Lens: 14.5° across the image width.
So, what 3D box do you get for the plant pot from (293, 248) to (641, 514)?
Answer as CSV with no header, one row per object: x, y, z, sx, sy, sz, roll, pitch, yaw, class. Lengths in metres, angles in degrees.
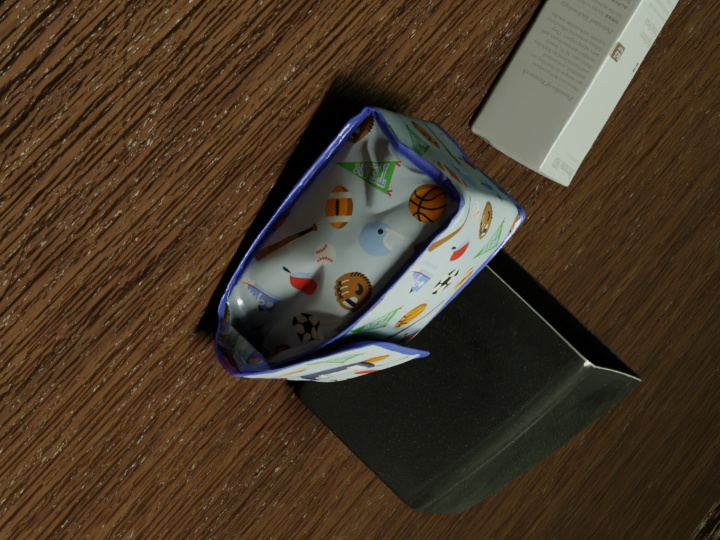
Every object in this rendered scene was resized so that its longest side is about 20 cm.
0.068,0.075,2.140,0.178,0.199,0.200,-48,164,8,plant pot

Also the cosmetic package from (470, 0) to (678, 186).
0.173,-0.171,2.188,0.201,0.074,0.102,-61,162,3,cosmetic package

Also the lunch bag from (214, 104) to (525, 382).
0.000,0.000,1.924,0.200,0.124,0.170,-47,164,10,lunch bag
